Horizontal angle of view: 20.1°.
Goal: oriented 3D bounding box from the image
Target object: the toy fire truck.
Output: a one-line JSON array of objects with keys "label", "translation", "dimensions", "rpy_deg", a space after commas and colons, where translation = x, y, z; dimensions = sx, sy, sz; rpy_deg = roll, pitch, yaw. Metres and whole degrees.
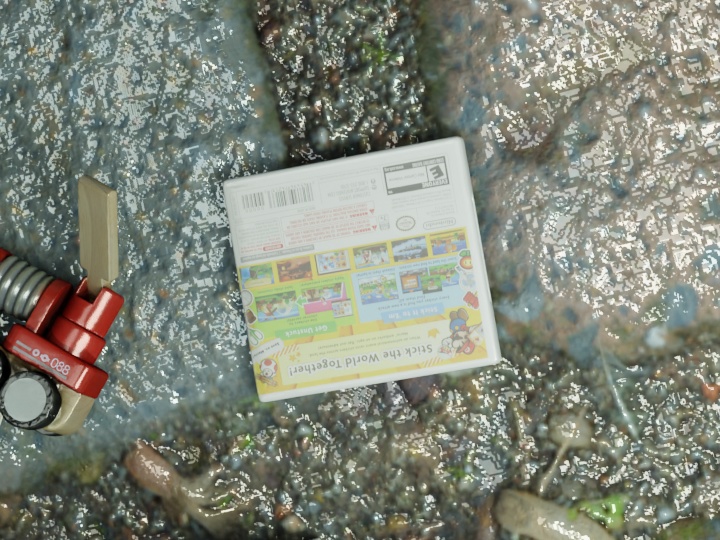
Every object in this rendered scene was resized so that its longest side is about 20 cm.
[{"label": "toy fire truck", "translation": [-0.270, 0.012, 1.642], "dimensions": [0.176, 0.129, 0.200], "rpy_deg": [29, 86, 11]}]

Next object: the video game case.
[{"label": "video game case", "translation": [0.000, 0.000, 1.621], "dimensions": [0.200, 0.023, 0.182], "rpy_deg": [-10, 89, 12]}]

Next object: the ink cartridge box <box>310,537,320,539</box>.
[{"label": "ink cartridge box", "translation": [-0.126, 0.279, 1.593], "dimensions": [0.200, 0.147, 0.083], "rpy_deg": [-16, 86, 12]}]

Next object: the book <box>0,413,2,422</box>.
[{"label": "book", "translation": [-0.408, 0.134, 1.691], "dimensions": [0.200, 0.048, 0.134], "rpy_deg": [28, 119, 11]}]
